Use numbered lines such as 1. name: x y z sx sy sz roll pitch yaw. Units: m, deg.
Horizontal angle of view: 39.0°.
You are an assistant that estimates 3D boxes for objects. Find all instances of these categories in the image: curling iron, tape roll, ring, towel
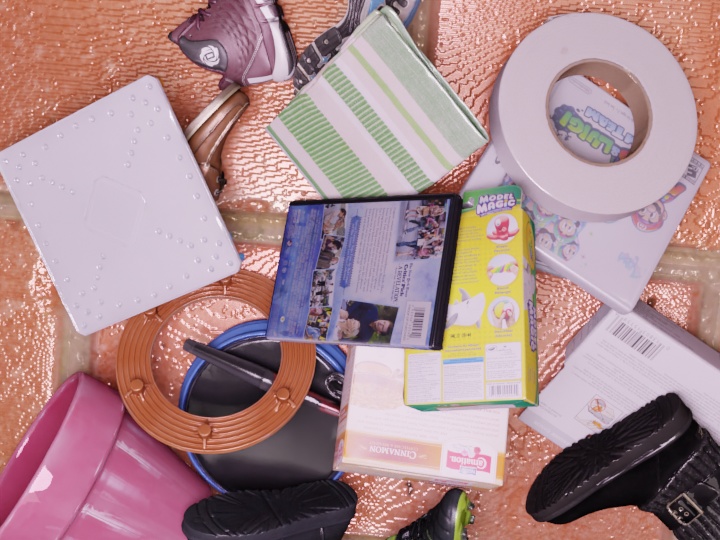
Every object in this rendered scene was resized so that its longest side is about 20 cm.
1. curling iron: -0.083 0.104 1.026 0.199 0.026 0.050 16 78 5
2. tape roll: 0.222 -0.147 0.971 0.202 0.037 0.204 2 78 -9
3. ring: -0.143 0.083 1.007 0.200 0.019 0.201 1 60 -1
4. towel: 0.009 -0.131 0.954 0.153 0.023 0.200 51 134 -2

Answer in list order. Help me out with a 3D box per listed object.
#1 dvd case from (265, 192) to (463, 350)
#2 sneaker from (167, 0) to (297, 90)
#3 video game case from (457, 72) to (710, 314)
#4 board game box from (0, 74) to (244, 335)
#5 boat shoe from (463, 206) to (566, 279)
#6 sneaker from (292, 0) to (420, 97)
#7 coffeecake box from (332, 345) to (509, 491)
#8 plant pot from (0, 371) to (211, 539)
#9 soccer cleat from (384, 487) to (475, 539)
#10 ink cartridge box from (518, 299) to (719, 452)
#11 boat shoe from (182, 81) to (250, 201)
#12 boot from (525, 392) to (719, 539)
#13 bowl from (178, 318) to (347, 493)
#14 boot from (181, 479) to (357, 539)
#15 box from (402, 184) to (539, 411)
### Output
1. dvd case: 0.000 0.000 0.955 0.200 0.018 0.143 0 75 37
2. sneaker: -0.142 -0.269 0.988 0.115 0.076 0.201 -16 98 8
3. video game case: 0.219 -0.085 0.989 0.200 0.024 0.182 33 74 -3
4. board game box: -0.234 -0.060 0.991 0.200 0.026 0.200 -22 97 21
5. boat shoe: 0.120 -0.031 1.011 0.200 0.070 0.072 10 92 -2
6. sneaker: 0.011 -0.223 0.984 0.078 0.090 0.200 42 119 9
7. coffeecake box: 0.064 0.101 0.985 0.153 0.073 0.201 10 72 -6
8. plant pot: -0.257 0.230 1.015 0.179 0.200 0.200 34 99 -18
9. soccer cleat: 0.063 0.282 1.024 0.081 0.068 0.200 17 135 7
10. ink cartridge box: 0.293 0.139 1.045 0.200 0.044 0.174 34 121 -3
11. boat shoe: -0.164 -0.096 1.017 0.068 0.072 0.200 41 111 -3
12. boot: 0.289 0.235 1.025 0.211 0.079 0.158 -37 102 27
13. bowl: -0.094 0.152 1.064 0.200 0.039 0.201 0 98 2
14. boot: -0.091 0.301 1.021 0.198 0.073 0.163 -2 114 -33
15. box: 0.099 0.025 0.925 0.117 0.048 0.201 -6 73 24
